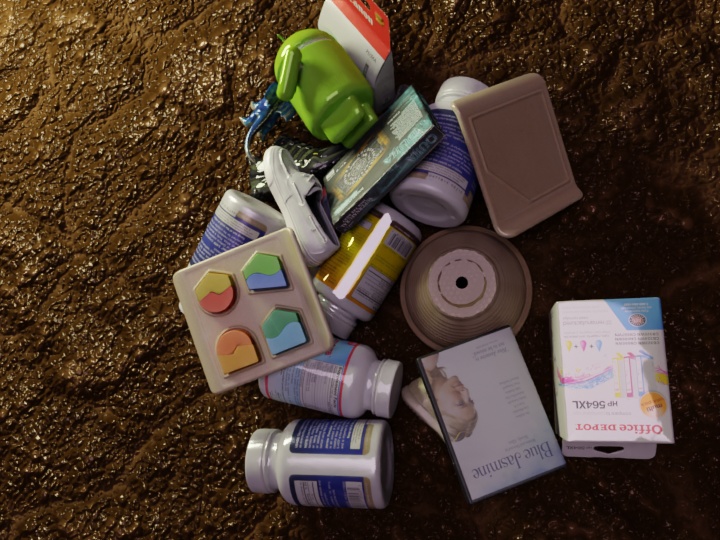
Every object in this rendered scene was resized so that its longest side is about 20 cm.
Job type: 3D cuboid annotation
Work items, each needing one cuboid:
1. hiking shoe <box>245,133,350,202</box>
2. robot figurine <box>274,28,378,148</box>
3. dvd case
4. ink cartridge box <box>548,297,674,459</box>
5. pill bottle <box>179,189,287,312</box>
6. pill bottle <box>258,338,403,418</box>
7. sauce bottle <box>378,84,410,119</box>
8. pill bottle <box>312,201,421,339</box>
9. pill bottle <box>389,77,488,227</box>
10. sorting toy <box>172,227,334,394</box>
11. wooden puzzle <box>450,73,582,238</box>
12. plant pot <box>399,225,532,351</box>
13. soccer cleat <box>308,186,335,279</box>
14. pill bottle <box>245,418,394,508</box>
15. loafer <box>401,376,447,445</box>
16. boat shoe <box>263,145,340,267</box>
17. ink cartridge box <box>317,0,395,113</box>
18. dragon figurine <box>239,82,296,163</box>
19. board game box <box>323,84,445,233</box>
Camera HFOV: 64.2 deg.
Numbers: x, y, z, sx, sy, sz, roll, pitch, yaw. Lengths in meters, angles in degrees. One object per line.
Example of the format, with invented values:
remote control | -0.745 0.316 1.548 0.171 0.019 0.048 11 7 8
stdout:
hiking shoe | -0.102 -0.190 0.953 0.198 0.076 0.101 -18 79 11
robot figurine | -0.056 -0.287 0.892 0.116 0.175 0.201 -40 73 25
dvd case | 0.174 0.190 0.773 0.142 0.018 0.201 -19 78 -7
ink cartridge box | 0.324 0.146 0.758 0.127 0.125 0.202 -3 78 13
pill bottle | -0.201 -0.012 0.908 0.119 0.120 0.201 32 98 17
pill bottle | -0.042 0.156 0.855 0.198 0.109 0.110 10 82 15
sauce bottle | 0.037 -0.201 0.927 0.064 0.065 0.201 27 87 17
pill bottle | 0.000 0.000 0.874 0.109 0.109 0.201 32 88 17
pill bottle | 0.130 -0.179 0.858 0.119 0.120 0.201 17 74 16
sorting toy | -0.156 0.057 0.812 0.199 0.036 0.186 -22 85 7
wooden puzzle | 0.223 -0.167 0.819 0.184 0.037 0.201 -27 97 -30
plant pot | 0.151 0.024 0.842 0.199 0.093 0.203 -3 78 13
soccer cleat | -0.071 -0.043 0.933 0.076 0.067 0.201 25 79 -14
pill bottle | -0.057 0.276 0.830 0.198 0.120 0.121 -2 79 13
loafer | 0.146 0.220 0.814 0.200 0.076 0.068 41 97 18
boat shoe | -0.085 -0.107 0.859 0.068 0.072 0.201 -28 68 25
ink cartridge box | -0.011 -0.363 0.899 0.050 0.200 0.161 -36 73 -4
dragon figurine | -0.144 -0.269 0.952 0.099 0.059 0.201 -29 30 35
board game box | 0.026 -0.161 0.830 0.200 0.028 0.136 -42 35 23
